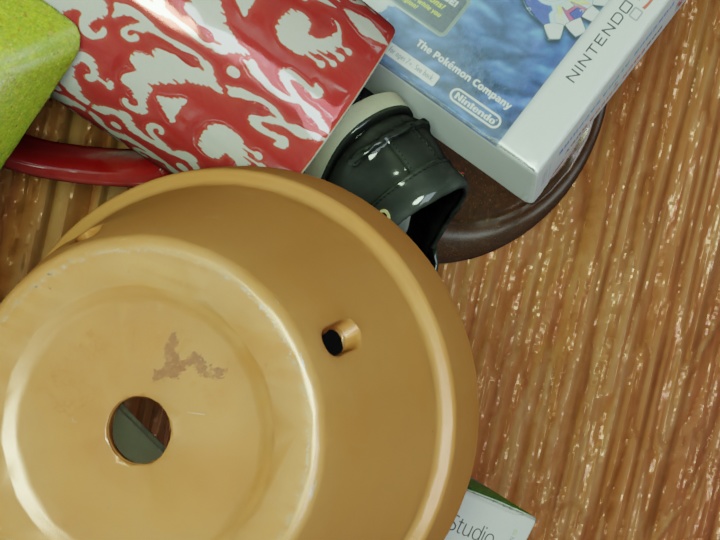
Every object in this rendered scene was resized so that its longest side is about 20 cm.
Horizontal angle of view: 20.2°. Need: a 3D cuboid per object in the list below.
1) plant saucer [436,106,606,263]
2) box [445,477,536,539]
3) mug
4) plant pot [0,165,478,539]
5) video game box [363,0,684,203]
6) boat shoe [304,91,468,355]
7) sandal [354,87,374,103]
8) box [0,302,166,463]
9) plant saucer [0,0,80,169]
[{"bbox_3d":[0.054,-0.099,1.055,0.199,0.034,0.202,-7,106,-26],"label":"plant saucer"},{"bbox_3d":[-0.025,0.078,0.958,0.144,0.200,0.037,26,89,-29],"label":"box"},{"bbox_3d":[-0.101,-0.113,0.895,0.199,0.178,0.134,35,63,-6],"label":"mug"},{"bbox_3d":[-0.064,0.057,0.773,0.198,0.140,0.202,0,90,14],"label":"plant pot"},{"bbox_3d":[0.056,-0.161,0.961,0.199,0.047,0.183,35,74,10],"label":"video game box"},{"bbox_3d":[-0.002,0.001,0.972,0.073,0.063,0.202,-28,157,-30],"label":"boat shoe"},{"bbox_3d":[0.027,-0.114,0.993,0.076,0.043,0.201,37,84,-29],"label":"sandal"},{"bbox_3d":[-0.191,0.124,0.924,0.200,0.128,0.109,-48,117,-11],"label":"box"},{"bbox_3d":[-0.248,-0.069,0.818,0.199,0.048,0.200,34,112,-10],"label":"plant saucer"}]
